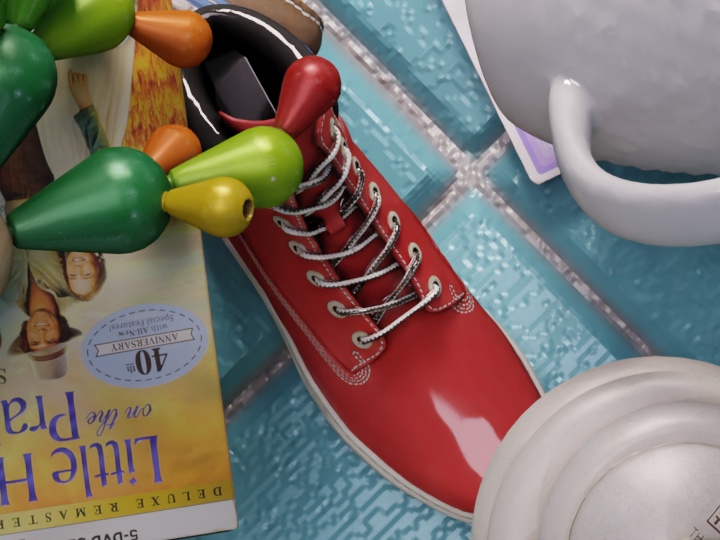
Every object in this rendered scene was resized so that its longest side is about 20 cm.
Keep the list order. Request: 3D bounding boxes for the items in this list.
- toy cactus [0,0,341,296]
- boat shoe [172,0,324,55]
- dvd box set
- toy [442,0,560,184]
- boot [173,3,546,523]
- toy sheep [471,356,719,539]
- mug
[{"bbox_3d":[-0.112,-0.037,0.840,0.200,0.102,0.165,22,86,-29],"label":"toy cactus"},{"bbox_3d":[-0.090,-0.143,1.039,0.200,0.072,0.072,32,81,11],"label":"boat shoe"},{"bbox_3d":[-0.122,-0.003,0.891,0.146,0.029,0.201,-6,88,-25],"label":"dvd box set"},{"bbox_3d":[0.072,-0.146,1.017,0.115,0.047,0.200,-26,77,5],"label":"toy"},{"bbox_3d":[0.000,0.000,0.955,0.072,0.144,0.200,-37,79,-8],"label":"boot"},{"bbox_3d":[0.098,0.094,0.898,0.137,0.200,0.138,0,95,-5],"label":"toy sheep"},{"bbox_3d":[0.125,-0.086,0.891,0.175,0.148,0.200,-7,44,20],"label":"mug"}]
